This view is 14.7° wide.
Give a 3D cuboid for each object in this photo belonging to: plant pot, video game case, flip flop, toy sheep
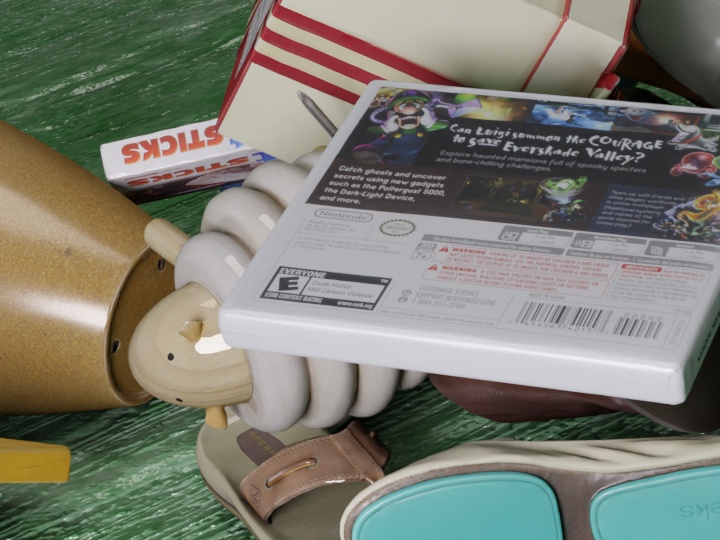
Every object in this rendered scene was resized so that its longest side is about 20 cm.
[{"bbox_3d":[-0.196,0.006,1.516,0.199,0.187,0.186,16,32,26],"label":"plant pot"},{"bbox_3d":[0.065,-0.017,1.168,0.199,0.023,0.182,6,38,22],"label":"video game case"},{"bbox_3d":[-0.019,0.094,1.293,0.081,0.058,0.200,-22,29,-21],"label":"flip flop"},{"bbox_3d":[-0.016,0.005,1.277,0.199,0.139,0.138,-29,24,-18],"label":"toy sheep"}]

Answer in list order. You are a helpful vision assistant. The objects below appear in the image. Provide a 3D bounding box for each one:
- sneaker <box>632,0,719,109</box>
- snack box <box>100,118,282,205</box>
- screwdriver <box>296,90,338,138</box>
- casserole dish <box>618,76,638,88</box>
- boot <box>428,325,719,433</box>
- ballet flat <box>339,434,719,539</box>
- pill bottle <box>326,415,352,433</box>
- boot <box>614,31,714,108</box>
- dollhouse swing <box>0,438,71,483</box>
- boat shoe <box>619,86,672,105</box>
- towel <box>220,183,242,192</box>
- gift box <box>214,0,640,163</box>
[{"bbox_3d":[0.227,-0.096,1.483,0.073,0.199,0.071,-52,15,22],"label":"sneaker"},{"bbox_3d":[-0.040,-0.073,1.538,0.199,0.024,0.072,-12,-12,3],"label":"snack box"},{"bbox_3d":[0.023,-0.031,1.374,0.028,0.200,0.029,-14,43,30],"label":"screwdriver"},{"bbox_3d":[0.100,-0.112,1.717,0.199,0.039,0.121,-22,-17,-11],"label":"casserole dish"},{"bbox_3d":[0.090,0.040,1.267,0.199,0.065,0.186,2,-12,44],"label":"boot"},{"bbox_3d":[0.090,0.100,1.205,0.199,0.070,0.070,-2,20,-1],"label":"ballet flat"},{"bbox_3d":[0.000,0.000,1.458,0.112,0.113,0.200,1,24,33],"label":"pill bottle"},{"bbox_3d":[0.176,-0.125,1.617,0.199,0.069,0.188,14,21,-25],"label":"boot"},{"bbox_3d":[-0.262,0.144,1.345,0.199,0.183,0.176,3,-17,37],"label":"dollhouse swing"},{"bbox_3d":[0.158,-0.059,1.559,0.066,0.074,0.200,17,14,18],"label":"boat shoe"},{"bbox_3d":[0.025,-0.045,1.613,0.199,0.049,0.111,1,1,28],"label":"towel"},{"bbox_3d":[0.054,-0.138,1.392,0.186,0.200,0.185,23,49,-9],"label":"gift box"}]
